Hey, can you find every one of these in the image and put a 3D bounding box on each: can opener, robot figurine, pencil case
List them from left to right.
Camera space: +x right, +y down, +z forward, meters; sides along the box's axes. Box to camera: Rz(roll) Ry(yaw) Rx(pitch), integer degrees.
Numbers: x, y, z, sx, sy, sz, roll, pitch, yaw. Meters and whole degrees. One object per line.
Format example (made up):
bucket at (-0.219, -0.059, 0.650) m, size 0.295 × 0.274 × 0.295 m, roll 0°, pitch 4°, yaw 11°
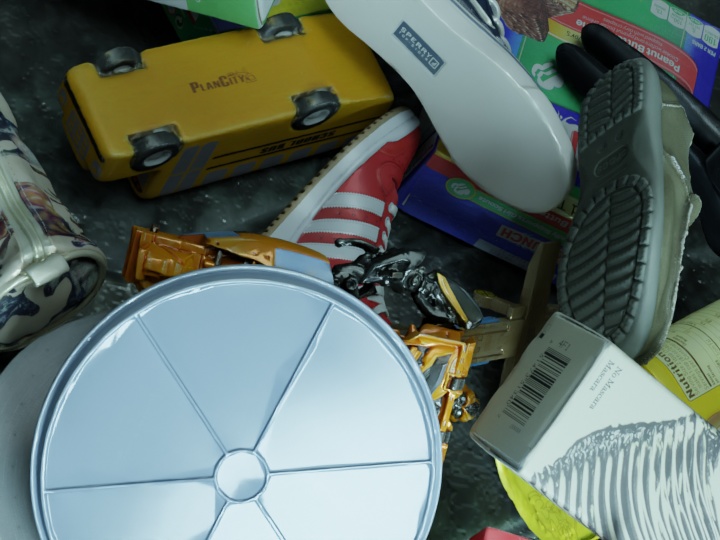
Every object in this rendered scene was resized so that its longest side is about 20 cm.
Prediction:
pencil case at (-0.201, -0.053, 0.950) m, size 0.077 × 0.090 × 0.201 m, roll -24°, pitch 64°, yaw -17°
robot figurine at (-0.030, 0.050, 0.926) m, size 0.198 × 0.058 × 0.147 m, roll 14°, pitch 96°, yaw -13°
can opener at (0.201, -0.080, 1.109) m, size 0.063 × 0.079 × 0.200 m, roll -26°, pitch 63°, yaw -38°

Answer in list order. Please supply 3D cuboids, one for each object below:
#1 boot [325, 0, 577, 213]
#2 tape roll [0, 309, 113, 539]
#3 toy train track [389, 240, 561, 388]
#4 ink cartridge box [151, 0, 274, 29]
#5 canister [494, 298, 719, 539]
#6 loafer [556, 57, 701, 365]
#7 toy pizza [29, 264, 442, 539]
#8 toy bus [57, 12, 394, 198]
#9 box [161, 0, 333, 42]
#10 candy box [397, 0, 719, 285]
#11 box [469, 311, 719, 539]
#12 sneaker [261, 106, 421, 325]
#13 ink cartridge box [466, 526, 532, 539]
boot at (0.068, -0.131, 1.080) m, size 0.200 × 0.073 × 0.090 m, roll 50°, pitch 39°, yaw -2°
tape roll at (-0.114, 0.124, 0.951) m, size 0.198 × 0.066 × 0.202 m, roll 10°, pitch 63°, yaw -21°
toy train track at (0.064, 0.036, 1.057) m, size 0.032 × 0.116 × 0.199 m, roll 20°, pitch 14°, yaw 32°
ink cartridge box at (-0.127, -0.241, 1.060) m, size 0.198 × 0.084 × 0.147 m, roll 15°, pitch 62°, yaw 11°
canister at (0.195, 0.073, 1.078) m, size 0.199 × 0.149 × 0.087 m, roll -24°, pitch 77°, yaw -34°
loafer at (0.159, -0.027, 1.007) m, size 0.069 × 0.075 × 0.202 m, roll 31°, pitch 51°, yaw -27°
toy pizza at (-0.059, 0.094, 0.882) m, size 0.198 × 0.032 × 0.203 m, roll -2°, pitch 103°, yaw -10°
toy bus at (-0.079, -0.095, 1.065) m, size 0.199 × 0.078 × 0.066 m, roll -17°, pitch 72°, yaw -31°
box at (-0.034, -0.197, 1.151) m, size 0.199 × 0.048 × 0.118 m, roll -16°, pitch 66°, yaw -33°
candy box at (0.129, -0.099, 1.170) m, size 0.168 × 0.077 × 0.201 m, roll 25°, pitch 58°, yaw -10°
box at (0.156, 0.113, 0.927) m, size 0.199 × 0.068 × 0.082 m, roll 37°, pitch 88°, yaw -22°
sneaker at (0.000, 0.000, 1.063) m, size 0.112 × 0.071 × 0.200 m, roll 40°, pitch 62°, yaw 1°
ink cartridge box at (0.058, 0.205, 0.913) m, size 0.067 × 0.200 × 0.117 m, roll 20°, pitch 59°, yaw -15°
